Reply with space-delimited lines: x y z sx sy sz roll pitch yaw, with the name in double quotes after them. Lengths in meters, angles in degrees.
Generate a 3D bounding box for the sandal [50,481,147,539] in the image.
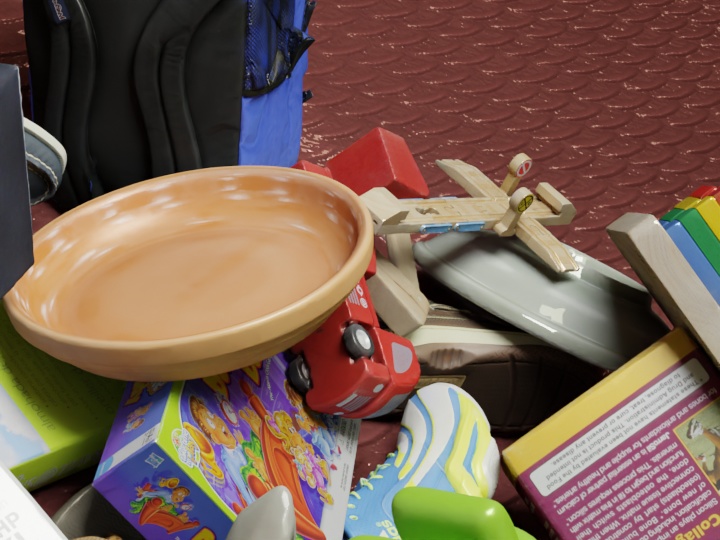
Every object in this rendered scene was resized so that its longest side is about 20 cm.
-0.145 0.166 1.118 0.082 0.055 0.200 39 42 6 "sandal"

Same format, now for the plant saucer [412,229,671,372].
0.130 0.014 1.474 0.199 0.050 0.200 26 7 -3 "plant saucer"

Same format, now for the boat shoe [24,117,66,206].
-0.258 -0.063 1.280 0.199 0.075 0.062 16 38 -26 "boat shoe"

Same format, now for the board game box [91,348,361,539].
-0.065 0.094 1.234 0.135 0.045 0.200 48 23 -19 "board game box"

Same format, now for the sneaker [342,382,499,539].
0.021 0.132 1.300 0.105 0.076 0.201 20 39 -22 "sneaker"

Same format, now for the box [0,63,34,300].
-0.287 -0.021 1.101 0.196 0.118 0.200 9 31 15 "box"

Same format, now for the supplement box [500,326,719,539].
0.188 0.152 1.326 0.200 0.131 0.103 56 -3 10 "supplement box"

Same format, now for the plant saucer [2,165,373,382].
-0.089 0.004 1.225 0.199 0.038 0.200 -8 27 4 "plant saucer"

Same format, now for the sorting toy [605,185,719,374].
0.234 0.038 1.350 0.199 0.069 0.200 54 3 0 "sorting toy"

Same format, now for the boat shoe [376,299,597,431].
0.055 0.047 1.431 0.202 0.075 0.075 10 38 -33 "boat shoe"

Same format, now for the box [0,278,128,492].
-0.207 0.063 1.202 0.122 0.048 0.200 49 36 16 "box"

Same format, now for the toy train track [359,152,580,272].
0.070 -0.044 1.385 0.115 0.033 0.200 43 28 29 "toy train track"

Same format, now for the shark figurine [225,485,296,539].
-0.039 0.224 1.079 0.215 0.128 0.089 58 19 17 "shark figurine"

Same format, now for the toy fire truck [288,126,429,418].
0.000 0.000 1.350 0.141 0.049 0.201 19 45 -51 "toy fire truck"

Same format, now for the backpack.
-0.101 -0.126 1.373 0.162 0.201 0.168 13 23 26 "backpack"

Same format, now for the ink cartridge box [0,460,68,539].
-0.170 0.193 1.016 0.145 0.084 0.200 -35 74 -28 "ink cartridge box"

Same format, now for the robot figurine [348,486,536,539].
0.058 0.209 1.166 0.175 0.115 0.201 -42 122 -39 "robot figurine"
